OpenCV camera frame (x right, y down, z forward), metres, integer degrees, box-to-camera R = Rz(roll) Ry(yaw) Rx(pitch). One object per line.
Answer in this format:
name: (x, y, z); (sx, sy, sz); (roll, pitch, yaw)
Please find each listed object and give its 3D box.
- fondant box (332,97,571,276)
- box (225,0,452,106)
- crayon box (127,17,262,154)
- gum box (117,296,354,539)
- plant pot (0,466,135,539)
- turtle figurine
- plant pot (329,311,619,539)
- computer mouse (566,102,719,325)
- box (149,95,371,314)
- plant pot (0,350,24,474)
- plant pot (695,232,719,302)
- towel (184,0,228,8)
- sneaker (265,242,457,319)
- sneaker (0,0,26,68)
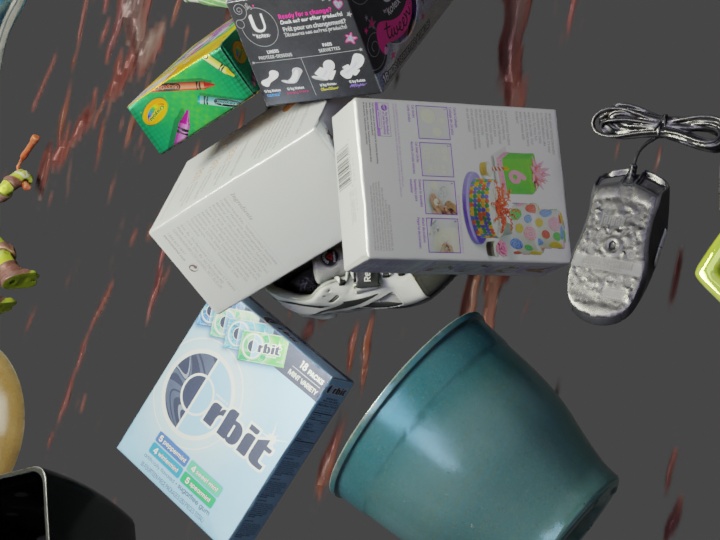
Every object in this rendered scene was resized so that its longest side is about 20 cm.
fondant box: (0.081, -0.071, 1.623); (0.058, 0.200, 0.145); (146, 122, -64)
box: (-0.011, -0.254, 1.698); (0.132, 0.115, 0.200); (-4, 34, 31)
crayon box: (-0.131, -0.196, 1.774); (0.119, 0.200, 0.058); (-30, 103, 26)
gum box: (-0.124, 0.141, 1.794); (0.170, 0.045, 0.200); (38, 100, 31)
plant pot: (-0.321, 0.313, 1.803); (0.199, 0.177, 0.200); (-15, 72, 29)
turtle figurine: (-0.401, -0.045, 1.988); (0.200, 0.064, 0.161); (-37, 64, 20)
plant pot: (0.109, 0.170, 1.570); (0.188, 0.200, 0.200); (38, 101, 15)
computer mouse: (0.259, -0.044, 1.599); (0.140, 0.046, 0.200); (5, 78, 28)
box: (-0.075, -0.077, 1.727); (0.200, 0.152, 0.106); (-30, 110, 24)
plant pot: (-0.448, 0.166, 1.998); (0.200, 0.027, 0.200); (-7, 76, 30)
plant pot: (0.411, -0.003, 1.413); (0.200, 0.181, 0.199); (43, 104, 30)
towel: (-0.092, -0.338, 1.881); (0.200, 0.023, 0.153); (9, 86, 31)
sneaker: (0.000, 0.000, 1.721); (0.200, 0.088, 0.074); (-19, 70, 26)
sneaker: (-0.448, -0.269, 2.021); (0.079, 0.131, 0.200); (22, 93, 31)
